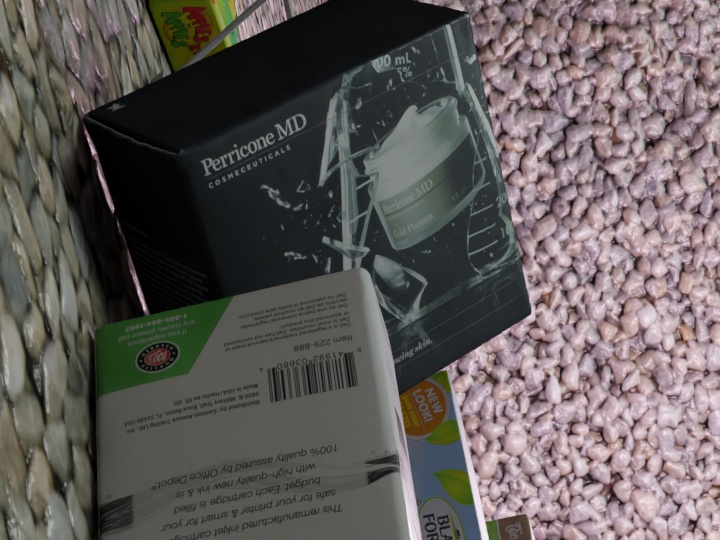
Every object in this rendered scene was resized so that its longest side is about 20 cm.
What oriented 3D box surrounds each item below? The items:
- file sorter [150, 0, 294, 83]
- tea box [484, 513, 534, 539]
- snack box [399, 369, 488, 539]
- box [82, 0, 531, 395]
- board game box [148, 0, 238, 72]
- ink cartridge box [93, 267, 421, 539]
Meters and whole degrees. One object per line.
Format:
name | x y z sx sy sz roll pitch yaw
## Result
file sorter | -0.031 -0.073 1.112 0.200 0.124 0.139 44 14 -25
tea box | 0.041 0.284 1.093 0.200 0.194 0.135 -93 169 -69
snack box | -0.005 0.177 0.983 0.068 0.167 0.202 67 12 -67
box | -0.025 -0.030 0.953 0.123 0.199 0.199 22 -45 53
board game box | -0.133 -0.239 1.298 0.102 0.047 0.202 72 7 -48
ink cartridge box | -0.047 0.113 0.789 0.084 0.144 0.202 74 6 -50
